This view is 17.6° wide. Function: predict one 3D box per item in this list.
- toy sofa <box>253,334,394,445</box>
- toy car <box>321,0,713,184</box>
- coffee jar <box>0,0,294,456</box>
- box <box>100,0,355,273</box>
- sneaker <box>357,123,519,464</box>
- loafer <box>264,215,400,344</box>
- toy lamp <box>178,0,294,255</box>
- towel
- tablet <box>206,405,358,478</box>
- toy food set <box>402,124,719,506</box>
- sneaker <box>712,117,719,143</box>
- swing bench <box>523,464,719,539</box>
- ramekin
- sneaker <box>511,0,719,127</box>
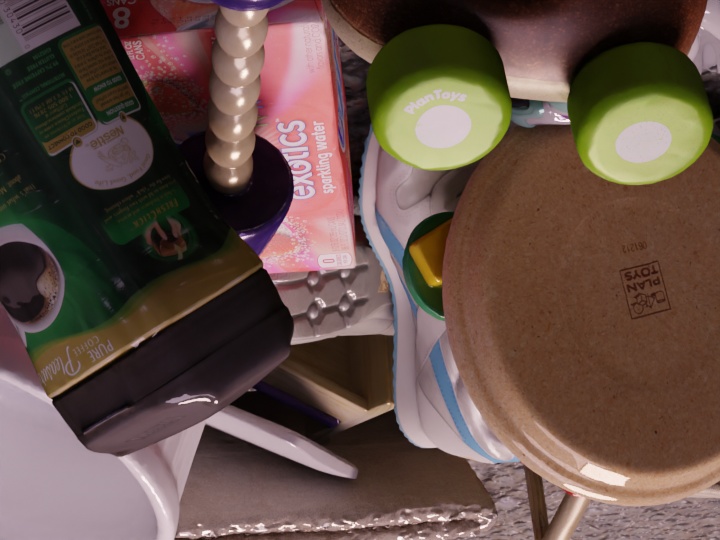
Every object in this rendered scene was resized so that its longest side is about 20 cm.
[{"bbox_3d":[-0.077,0.024,1.236,0.097,0.083,0.200,-26,143,31],"label":"toy sofa"},{"bbox_3d":[0.076,-0.161,0.887,0.157,0.165,0.200,3,136,-13],"label":"toy car"},{"bbox_3d":[-0.112,-0.028,0.913,0.085,0.200,0.104,-32,-178,-38],"label":"coffee jar"},{"bbox_3d":[-0.060,-0.086,1.041,0.102,0.095,0.200,-4,149,1],"label":"box"},{"bbox_3d":[0.055,0.000,1.143,0.081,0.076,0.201,12,122,42],"label":"sneaker"},{"bbox_3d":[0.000,0.000,1.195,0.070,0.070,0.200,12,-171,40],"label":"loafer"},{"bbox_3d":[-0.050,-0.065,0.928,0.058,0.058,0.200,-1,149,-6],"label":"toy lamp"},{"bbox_3d":[-0.034,0.113,1.308,0.199,0.133,0.035,-1,120,-22],"label":"towel"},{"bbox_3d":[-0.104,0.067,1.250,0.200,0.014,0.130,21,174,18],"label":"tablet"},{"bbox_3d":[0.124,0.011,1.102,0.200,0.198,0.049,-31,-176,-26],"label":"toy food set"},{"bbox_3d":[0.157,-0.027,1.206,0.200,0.078,0.090,-28,-175,14],"label":"sneaker"},{"bbox_3d":[0.215,0.098,1.362,0.198,0.130,0.200,10,141,-22],"label":"swing bench"},{"bbox_3d":[-0.166,0.057,1.120,0.200,0.098,0.201,16,146,11],"label":"ramekin"},{"bbox_3d":[0.168,-0.106,1.053,0.140,0.078,0.200,22,141,-36],"label":"sneaker"}]
